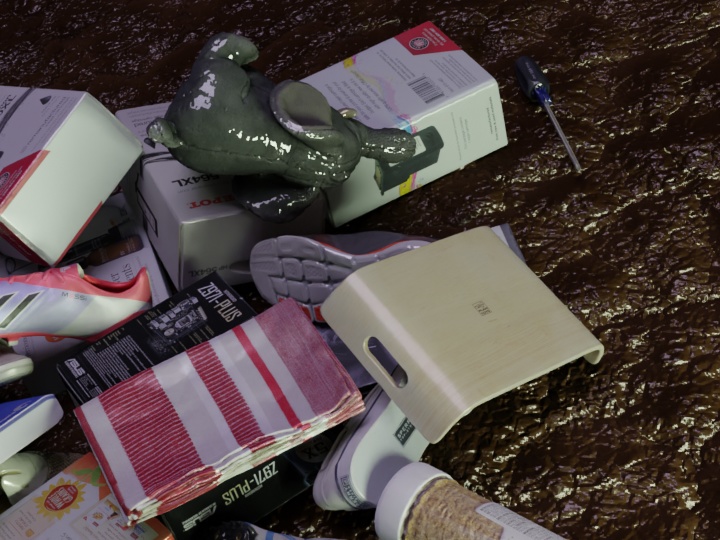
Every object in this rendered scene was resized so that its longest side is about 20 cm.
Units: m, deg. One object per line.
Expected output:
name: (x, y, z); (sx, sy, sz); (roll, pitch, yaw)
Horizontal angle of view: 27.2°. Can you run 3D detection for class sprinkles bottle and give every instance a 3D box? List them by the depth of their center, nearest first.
sprinkles bottle: (0.103, 0.205, 1.056); (0.200, 0.068, 0.068); (23, 54, 37)

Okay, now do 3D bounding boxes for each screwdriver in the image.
screwdriver: (0.191, -0.154, 1.469); (0.029, 0.028, 0.200); (4, 37, -22)

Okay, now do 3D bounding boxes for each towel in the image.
towel: (-0.112, 0.103, 1.149); (0.199, 0.023, 0.144); (-26, 41, -12)

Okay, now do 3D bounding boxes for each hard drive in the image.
hard drive: (-0.350, 0.152, 1.223); (0.200, 0.025, 0.132); (-13, 17, 44)

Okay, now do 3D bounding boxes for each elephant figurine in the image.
elephant figurine: (-0.062, -0.115, 1.306); (0.199, 0.142, 0.156); (27, 74, 4)

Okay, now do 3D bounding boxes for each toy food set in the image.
toy food set: (0.084, 0.049, 1.181); (0.200, 0.061, 0.144); (-19, 59, -42)

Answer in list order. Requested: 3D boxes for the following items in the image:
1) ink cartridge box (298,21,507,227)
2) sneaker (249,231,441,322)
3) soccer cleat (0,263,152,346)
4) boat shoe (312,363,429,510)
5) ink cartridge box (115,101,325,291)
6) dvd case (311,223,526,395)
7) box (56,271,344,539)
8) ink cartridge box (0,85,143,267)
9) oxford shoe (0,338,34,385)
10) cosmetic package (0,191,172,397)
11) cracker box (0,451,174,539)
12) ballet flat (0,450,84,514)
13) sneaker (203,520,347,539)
ink cartridge box: (0.021, -0.148, 1.473); (0.199, 0.083, 0.146); (-26, 42, -11)
sneaker: (0.000, 0.000, 1.317); (0.199, 0.077, 0.082); (4, 18, 23)
soccer cleat: (-0.277, 0.025, 1.272); (0.199, 0.077, 0.067); (6, 12, -16)
boat shoe: (0.030, 0.120, 1.184); (0.066, 0.072, 0.200); (-22, 23, 45)
ink cartridge box: (-0.136, -0.079, 1.413); (0.145, 0.085, 0.200); (-12, 40, -23)
dvd case: (0.055, 0.034, 1.307); (0.199, 0.016, 0.149); (-17, 40, 0)
box: (-0.130, 0.115, 1.224); (0.163, 0.086, 0.200); (-32, 43, -17)
ink cartridge box: (-0.318, -0.093, 1.409); (0.200, 0.083, 0.146); (11, 63, 51)
oxford shoe: (-0.346, 0.075, 1.307); (0.075, 0.058, 0.200); (-13, 8, -31)
cosmetic package: (-0.260, 0.019, 1.407); (0.150, 0.052, 0.200); (-24, 41, -4)
cracker box: (-0.249, 0.244, 1.140); (0.200, 0.058, 0.134); (-34, 42, -21)
ballet flat: (-0.312, 0.193, 1.207); (0.199, 0.075, 0.068); (-29, 44, -14)
sneaker: (-0.042, 0.228, 1.094); (0.199, 0.072, 0.072); (2, 71, 38)
